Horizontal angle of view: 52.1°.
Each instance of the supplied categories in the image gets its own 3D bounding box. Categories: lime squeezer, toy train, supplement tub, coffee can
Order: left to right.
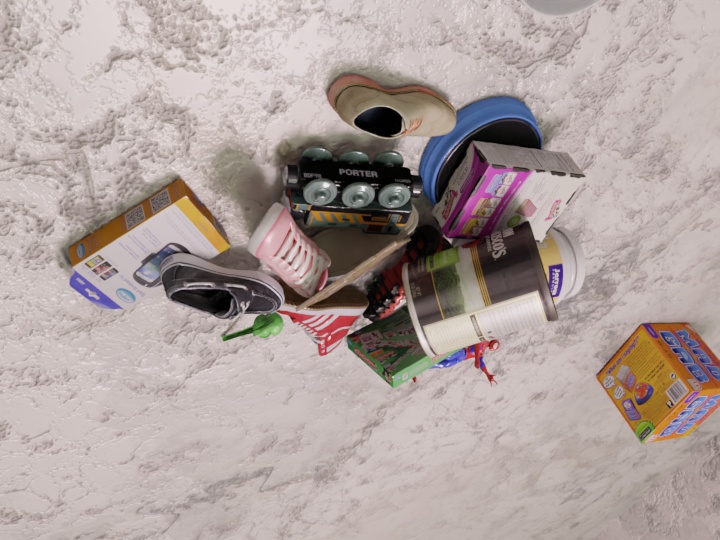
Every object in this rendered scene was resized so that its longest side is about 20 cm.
[{"bbox_3d":[-0.154,0.092,1.115,0.070,0.038,0.199,-38,-171,-23],"label":"lime squeezer"},{"bbox_3d":[-0.014,-0.103,1.007,0.195,0.087,0.115,1,144,-17],"label":"toy train"},{"bbox_3d":[0.175,0.030,1.085,0.196,0.149,0.147,-18,144,14],"label":"coffee can"},{"bbox_3d":[0.266,-0.001,1.251,0.195,0.147,0.147,-9,139,-22],"label":"supplement tub"}]

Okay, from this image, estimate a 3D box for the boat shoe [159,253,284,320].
[{"bbox_3d":[-0.183,0.036,1.014,0.198,0.069,0.072,23,124,-43],"label":"boat shoe"}]

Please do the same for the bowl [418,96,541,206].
[{"bbox_3d":[0.184,-0.163,1.106,0.196,0.040,0.203,-17,141,-14],"label":"bowl"}]

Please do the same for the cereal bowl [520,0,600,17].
[{"bbox_3d":[0.239,-0.400,0.835,0.195,0.084,0.203,-16,141,-14],"label":"cereal bowl"}]

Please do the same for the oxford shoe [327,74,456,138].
[{"bbox_3d":[0.052,-0.195,0.959,0.196,0.075,0.072,0,135,-31],"label":"oxford shoe"}]

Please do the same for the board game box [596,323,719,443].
[{"bbox_3d":[0.751,0.273,1.811,0.196,0.202,0.202,1,134,-33],"label":"board game box"}]

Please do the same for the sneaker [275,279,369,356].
[{"bbox_3d":[-0.086,0.079,1.186,0.197,0.072,0.114,7,127,-40],"label":"sneaker"}]

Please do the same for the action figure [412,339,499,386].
[{"bbox_3d":[0.204,0.192,1.475,0.196,0.100,0.066,-18,143,-17],"label":"action figure"}]

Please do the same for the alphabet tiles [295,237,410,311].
[{"bbox_3d":[0.000,0.000,1.062,0.165,0.008,0.200,-34,178,13],"label":"alphabet tiles"}]

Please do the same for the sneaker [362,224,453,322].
[{"bbox_3d":[0.085,0.017,1.220,0.097,0.072,0.201,19,121,-41],"label":"sneaker"}]

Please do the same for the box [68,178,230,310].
[{"bbox_3d":[-0.285,-0.025,0.975,0.197,0.042,0.120,-29,142,5],"label":"box"}]

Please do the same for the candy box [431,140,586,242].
[{"bbox_3d":[0.221,-0.114,1.101,0.196,0.062,0.138,2,135,-32],"label":"candy box"}]

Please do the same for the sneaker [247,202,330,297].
[{"bbox_3d":[-0.087,-0.023,0.984,0.076,0.103,0.200,-56,176,-10],"label":"sneaker"}]

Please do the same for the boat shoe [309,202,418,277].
[{"bbox_3d":[-0.004,-0.040,1.106,0.197,0.073,0.060,-28,171,-2],"label":"boat shoe"}]

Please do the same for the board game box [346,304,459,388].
[{"bbox_3d":[0.093,0.110,1.243,0.197,0.134,0.030,-25,128,-26],"label":"board game box"}]
